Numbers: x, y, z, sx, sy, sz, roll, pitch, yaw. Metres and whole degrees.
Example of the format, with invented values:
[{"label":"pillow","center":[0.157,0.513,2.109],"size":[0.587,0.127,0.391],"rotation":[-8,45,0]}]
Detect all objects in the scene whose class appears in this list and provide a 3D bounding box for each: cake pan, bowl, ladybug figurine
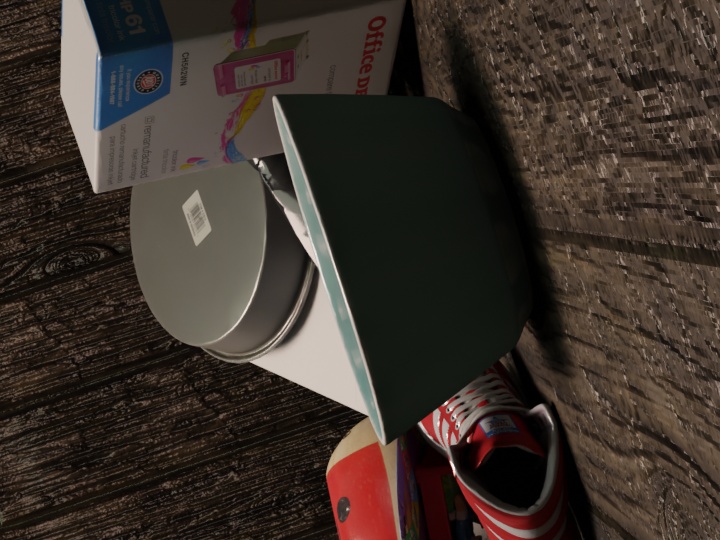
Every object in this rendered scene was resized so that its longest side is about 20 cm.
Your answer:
[{"label":"cake pan","center":[-0.103,-0.035,1.655],"size":[0.199,0.036,0.202],"rotation":[2,93,51]},{"label":"bowl","center":[0.029,-0.016,1.286],"size":[0.201,0.104,0.202],"rotation":[161,90,-87]},{"label":"ladybug figurine","center":[0.022,0.199,1.708],"size":[0.136,0.071,0.201],"rotation":[84,173,-58]}]

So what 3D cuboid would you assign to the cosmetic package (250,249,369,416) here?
[{"label":"cosmetic package","center":[-0.021,0.021,1.660],"size":[0.199,0.084,0.109],"rotation":[20,115,51]}]

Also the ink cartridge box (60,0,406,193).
[{"label":"ink cartridge box","center":[-0.080,-0.140,1.449],"size":[0.145,0.198,0.085],"rotation":[102,150,-57]}]

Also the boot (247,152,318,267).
[{"label":"boot","center":[0.009,-0.064,1.556],"size":[0.200,0.164,0.066],"rotation":[48,144,17]}]

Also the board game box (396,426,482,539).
[{"label":"board game box","center":[0.066,0.168,1.515],"size":[0.200,0.039,0.159],"rotation":[64,-158,-53]}]

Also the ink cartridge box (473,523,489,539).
[{"label":"ink cartridge box","center":[0.101,0.272,1.820],"size":[0.200,0.084,0.146],"rotation":[-113,6,-56]}]

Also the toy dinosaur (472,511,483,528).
[{"label":"toy dinosaur","center":[0.085,0.151,1.732],"size":[0.200,0.076,0.103],"rotation":[-103,9,-69]}]

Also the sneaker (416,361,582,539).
[{"label":"sneaker","center":[0.074,0.090,1.401],"size":[0.201,0.071,0.113],"rotation":[61,175,34]}]
